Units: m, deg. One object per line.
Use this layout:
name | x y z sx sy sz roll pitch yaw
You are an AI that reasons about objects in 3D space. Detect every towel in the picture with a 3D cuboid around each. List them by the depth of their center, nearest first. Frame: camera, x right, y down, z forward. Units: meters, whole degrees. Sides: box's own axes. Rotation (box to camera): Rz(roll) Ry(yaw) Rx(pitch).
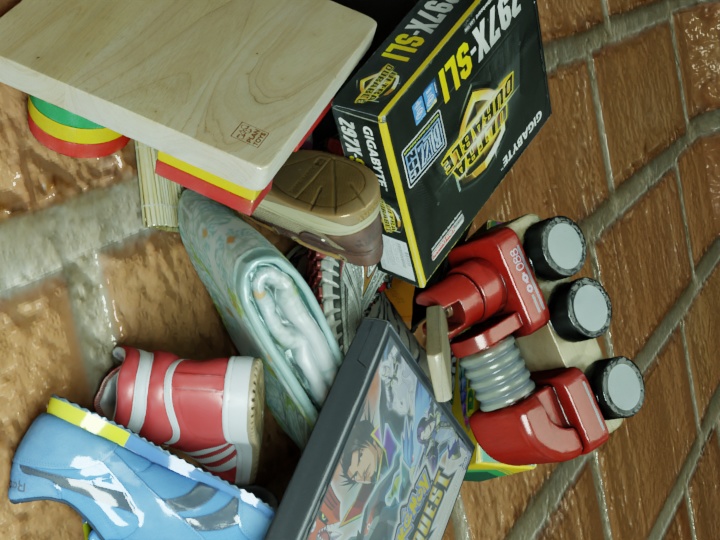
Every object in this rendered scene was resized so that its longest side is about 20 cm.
towel | -0.061 0.049 0.918 0.048 0.171 0.202 -31 118 -14

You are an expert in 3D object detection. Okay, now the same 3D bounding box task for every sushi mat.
sushi mat | -0.143 -0.130 0.968 0.095 0.012 0.203 -7 90 -65

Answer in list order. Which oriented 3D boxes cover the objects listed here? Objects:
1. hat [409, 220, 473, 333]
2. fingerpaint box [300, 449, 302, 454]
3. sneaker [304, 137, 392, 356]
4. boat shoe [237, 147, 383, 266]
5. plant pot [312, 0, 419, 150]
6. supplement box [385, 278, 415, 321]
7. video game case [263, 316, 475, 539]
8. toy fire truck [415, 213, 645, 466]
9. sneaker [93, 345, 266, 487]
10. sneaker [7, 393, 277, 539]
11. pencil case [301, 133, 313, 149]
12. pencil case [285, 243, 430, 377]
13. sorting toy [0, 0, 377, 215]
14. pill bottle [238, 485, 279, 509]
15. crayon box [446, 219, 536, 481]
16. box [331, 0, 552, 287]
hat | 0.047 -0.053 1.088 0.201 0.080 0.203 -160 -90 -86
fingerpaint box | 0.008 0.181 1.039 0.201 0.072 0.169 -100 172 -60
sneaker | 0.000 0.000 0.993 0.078 0.081 0.203 154 -59 -77
boat shoe | -0.061 -0.055 0.907 0.072 0.198 0.073 -47 141 -27
plant pot | 0.010 -0.198 1.114 0.199 0.198 0.180 -5 73 -63
supplement box | 0.051 -0.068 1.277 0.126 0.073 0.203 48 43 -51
video game case | 0.007 0.164 0.856 0.181 0.025 0.202 55 52 -48
toy fire truck | 0.102 0.069 0.941 0.199 0.128 0.178 -27 95 -34
sneaker | -0.124 0.106 0.907 0.201 0.111 0.072 97 -3 -64
sneaker | -0.125 0.154 0.809 0.198 0.066 0.079 29 74 -18
pencil case | -0.085 -0.169 1.015 0.083 0.085 0.203 0 82 -36
pencil case | -0.004 0.051 1.134 0.201 0.077 0.090 56 22 -43
sorting toy | -0.117 -0.129 0.847 0.201 0.197 0.070 -59 169 -48
pill bottle | -0.062 0.259 0.928 0.112 0.110 0.202 -59 136 -51
crayon box | 0.107 0.076 1.128 0.173 0.057 0.203 125 -30 -74
box | 0.066 -0.116 0.930 0.201 0.049 0.161 -51 142 -30
